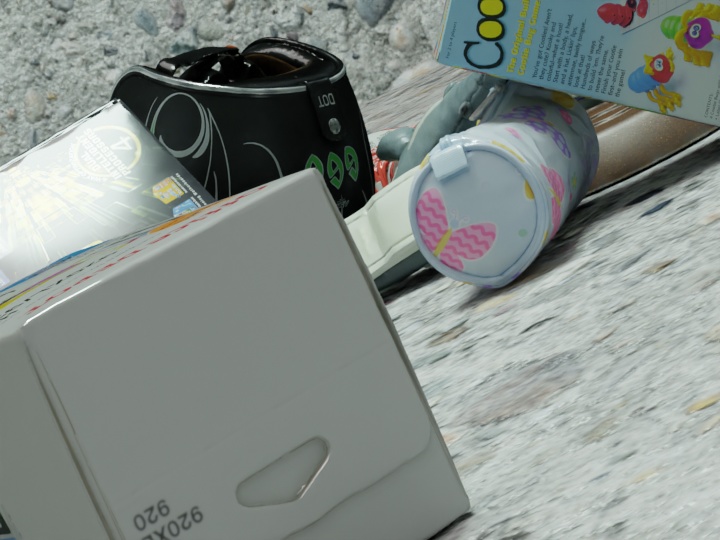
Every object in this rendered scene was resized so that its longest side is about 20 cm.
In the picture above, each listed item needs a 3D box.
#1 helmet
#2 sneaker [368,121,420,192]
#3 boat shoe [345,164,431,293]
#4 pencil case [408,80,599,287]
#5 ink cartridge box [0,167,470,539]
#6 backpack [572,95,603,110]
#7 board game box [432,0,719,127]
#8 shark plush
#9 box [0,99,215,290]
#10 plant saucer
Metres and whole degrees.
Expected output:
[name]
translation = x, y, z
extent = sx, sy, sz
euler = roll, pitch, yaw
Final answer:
[helmet]
translation = -0.085, -0.056, 1.584
extent = 0.198, 0.193, 0.200
euler = 2, 19, -1
[sneaker]
translation = 0.029, -0.081, 1.831
extent = 0.200, 0.068, 0.108
euler = -21, 6, 24
[boat shoe]
translation = 0.000, 0.000, 1.470
extent = 0.199, 0.073, 0.062
euler = -31, -39, 24
[pencil case]
translation = 0.088, -0.056, 1.339
extent = 0.082, 0.092, 0.200
euler = -8, 14, 17
[ink cartridge box]
translation = -0.088, 0.068, 0.866
extent = 0.147, 0.146, 0.199
euler = -30, 9, -35
[backpack]
translation = 0.203, -0.200, 1.653
extent = 0.199, 0.154, 0.176
euler = -27, -9, 22
[board game box]
translation = 0.151, -0.155, 1.355
extent = 0.198, 0.106, 0.103
euler = 13, 7, -2
[shark plush]
translation = 0.067, -0.076, 1.488
extent = 0.200, 0.091, 0.083
euler = -44, 4, 45
[box]
translation = -0.161, 0.000, 1.427
extent = 0.161, 0.200, 0.049
euler = -33, -30, -19
[plant saucer]
translation = 0.176, -0.094, 1.527
extent = 0.199, 0.035, 0.200
euler = -26, 6, 3
